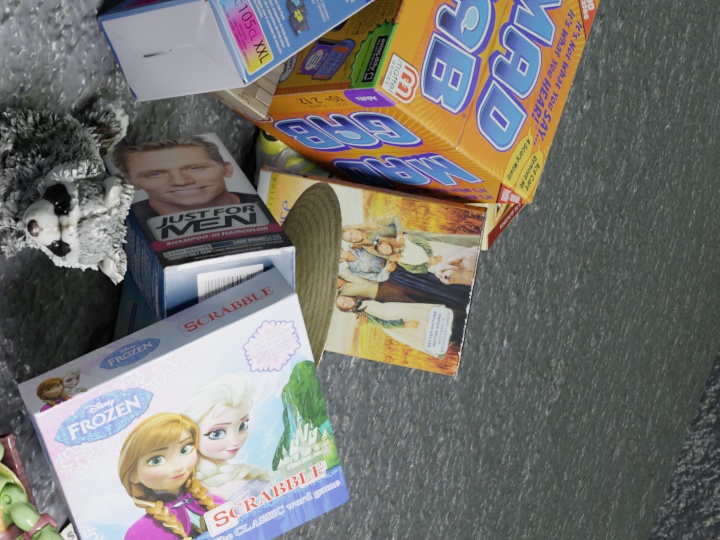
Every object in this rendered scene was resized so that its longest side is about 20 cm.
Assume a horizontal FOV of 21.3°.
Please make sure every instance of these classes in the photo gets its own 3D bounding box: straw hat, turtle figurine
[{"bbox_3d":[-0.088,0.017,1.492,0.201,0.084,0.203,-166,-90,-70],"label":"straw hat"},{"bbox_3d":[-0.271,0.221,1.334,0.143,0.200,0.195,-16,131,-23],"label":"turtle figurine"}]

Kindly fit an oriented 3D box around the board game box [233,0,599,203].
[{"bbox_3d":[0.044,-0.189,1.625,0.199,0.199,0.202,31,71,-37],"label":"board game box"}]

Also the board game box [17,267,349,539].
[{"bbox_3d":[-0.119,0.124,1.352,0.199,0.041,0.201,-25,128,-15],"label":"board game box"}]

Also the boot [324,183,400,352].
[{"bbox_3d":[-0.020,-0.004,1.741,0.212,0.079,0.158,-51,-179,18],"label":"boot"}]

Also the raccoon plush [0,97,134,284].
[{"bbox_3d":[-0.184,-0.073,1.350,0.200,0.133,0.097,-52,147,-42],"label":"raccoon plush"}]

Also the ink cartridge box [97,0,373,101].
[{"bbox_3d":[-0.079,-0.207,1.450,0.200,0.136,0.077,-37,114,-39],"label":"ink cartridge box"}]

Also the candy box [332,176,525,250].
[{"bbox_3d":[0.052,-0.089,1.794,0.115,0.198,0.056,-45,142,-49],"label":"candy box"}]

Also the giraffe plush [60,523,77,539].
[{"bbox_3d":[-0.145,0.173,1.499,0.172,0.162,0.201,29,94,-35],"label":"giraffe plush"}]

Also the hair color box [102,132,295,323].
[{"bbox_3d":[-0.125,-0.030,1.416,0.099,0.200,0.061,-9,121,-19],"label":"hair color box"}]

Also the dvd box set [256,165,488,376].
[{"bbox_3d":[0.000,0.000,1.640,0.029,0.198,0.148,-50,152,-79],"label":"dvd box set"}]

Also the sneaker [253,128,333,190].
[{"bbox_3d":[-0.028,-0.136,1.744,0.200,0.075,0.077,-47,145,-50],"label":"sneaker"}]

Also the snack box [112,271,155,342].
[{"bbox_3d":[-0.142,0.034,1.636,0.200,0.037,0.117,-8,112,-65],"label":"snack box"}]

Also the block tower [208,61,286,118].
[{"bbox_3d":[-0.077,-0.227,1.580,0.054,0.058,0.202,31,72,-36],"label":"block tower"}]
